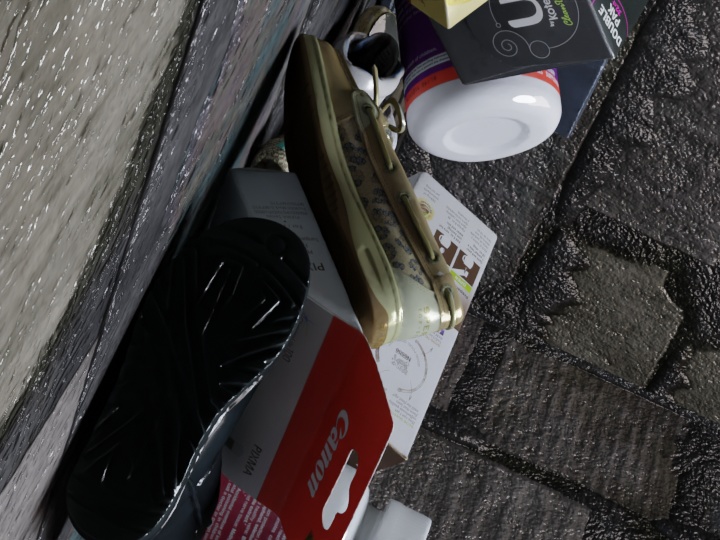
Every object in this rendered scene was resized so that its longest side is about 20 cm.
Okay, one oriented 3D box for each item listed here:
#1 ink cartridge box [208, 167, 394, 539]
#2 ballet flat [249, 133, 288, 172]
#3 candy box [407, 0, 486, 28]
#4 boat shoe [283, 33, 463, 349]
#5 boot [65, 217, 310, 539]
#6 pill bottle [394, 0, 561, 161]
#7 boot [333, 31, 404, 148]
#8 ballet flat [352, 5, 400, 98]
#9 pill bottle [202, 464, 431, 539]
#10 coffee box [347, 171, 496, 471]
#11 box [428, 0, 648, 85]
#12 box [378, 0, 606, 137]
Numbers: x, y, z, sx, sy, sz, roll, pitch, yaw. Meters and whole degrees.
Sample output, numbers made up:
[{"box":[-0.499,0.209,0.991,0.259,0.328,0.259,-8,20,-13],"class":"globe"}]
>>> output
[{"box":[-0.052,0.067,1.175,0.201,0.047,0.161,-112,-146,-41],"class":"ink cartridge box"},{"box":[-0.075,0.005,1.310,0.075,0.068,0.201,-20,133,-57],"class":"ballet flat"},{"box":[0.099,-0.243,1.181,0.200,0.055,0.116,-39,145,-21],"class":"candy box"},{"box":[0.002,-0.048,1.185,0.073,0.062,0.201,116,-38,-60],"class":"boat shoe"},{"box":[-0.097,0.078,1.139,0.201,0.076,0.168,-61,176,-15],"class":"boot"},{"box":[0.081,-0.188,1.498,0.113,0.112,0.201,112,-25,-67],"class":"pill bottle"},{"box":[0.004,-0.126,1.481,0.096,0.073,0.200,-59,180,19],"class":"boot"},{"box":[-0.008,-0.142,1.654,0.066,0.057,0.200,-33,156,-28],"class":"ballet flat"},{"box":[-0.062,0.160,1.331,0.110,0.199,0.110,25,90,-88],"class":"pill bottle"},{"box":[0.003,0.043,1.413,0.114,0.080,0.201,-27,-150,46],"class":"coffee box"},{"box":[0.125,-0.245,1.373,0.124,0.149,0.200,-6,-145,36],"class":"box"},{"box":[0.137,-0.255,1.771,0.124,0.196,0.201,113,2,-63],"class":"box"}]
